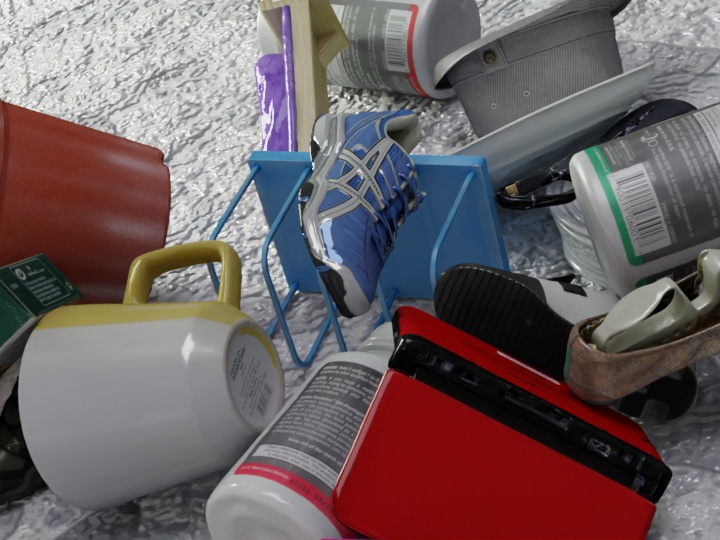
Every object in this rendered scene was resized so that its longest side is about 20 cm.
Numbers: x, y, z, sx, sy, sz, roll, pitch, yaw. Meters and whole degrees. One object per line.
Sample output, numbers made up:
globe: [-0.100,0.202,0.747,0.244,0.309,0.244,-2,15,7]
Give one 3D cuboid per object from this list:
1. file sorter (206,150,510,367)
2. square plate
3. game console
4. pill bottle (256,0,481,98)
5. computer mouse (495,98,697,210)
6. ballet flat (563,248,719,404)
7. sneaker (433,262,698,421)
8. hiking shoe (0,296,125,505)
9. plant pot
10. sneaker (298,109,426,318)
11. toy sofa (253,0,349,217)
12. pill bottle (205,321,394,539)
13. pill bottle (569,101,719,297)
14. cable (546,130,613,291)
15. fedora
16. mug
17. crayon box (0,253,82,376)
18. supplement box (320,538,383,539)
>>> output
file sorter: [0.000,0.000,1.336,0.199,0.139,0.123,3,42,23]
square plate: [0.139,-0.102,1.426,0.197,0.029,0.200,-25,-5,-8]
game console: [0.089,0.129,1.133,0.199,0.119,0.172,28,9,-5]
pill bottle: [0.007,-0.234,1.674,0.199,0.114,0.114,11,42,33]
computer mouse: [0.189,-0.095,1.345,0.199,0.034,0.059,-26,37,-27]
ballet flat: [0.227,0.026,1.160,0.199,0.067,0.068,-27,40,-11]
sneaker: [0.147,0.043,1.246,0.199,0.074,0.089,24,25,-1]
hiking shoe: [-0.247,0.098,1.318,0.200,0.101,0.076,-36,40,-28]
plant pot: [-0.271,-0.047,1.421,0.194,0.201,0.201,11,27,-23]
sneaker: [0.004,-0.051,1.228,0.077,0.076,0.201,-13,45,15]
toy sofa: [-0.060,-0.148,1.547,0.097,0.083,0.201,-13,56,13]
pill bottle: [-0.009,0.127,1.183,0.110,0.111,0.200,11,43,32]
pill bottle: [0.261,-0.063,1.235,0.199,0.113,0.113,-19,35,2]
cable: [0.253,-0.056,1.377,0.199,0.069,0.200,11,42,33]
fedora: [0.163,-0.171,1.512,0.199,0.091,0.177,-21,-4,24]
mug: [-0.142,0.069,1.226,0.152,0.188,0.149,-11,-7,27]
crayon box: [-0.310,0.077,1.291,0.200,0.052,0.126,-44,0,9]
supplement box: [0.065,0.231,1.020,0.199,0.104,0.101,-3,37,20]
